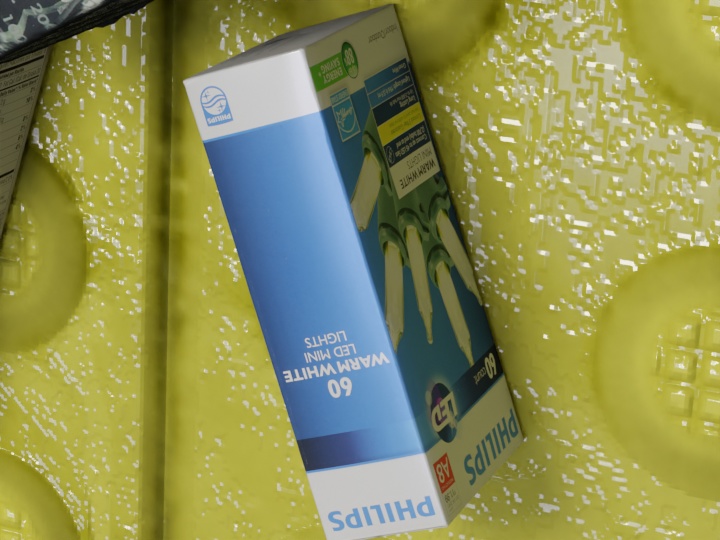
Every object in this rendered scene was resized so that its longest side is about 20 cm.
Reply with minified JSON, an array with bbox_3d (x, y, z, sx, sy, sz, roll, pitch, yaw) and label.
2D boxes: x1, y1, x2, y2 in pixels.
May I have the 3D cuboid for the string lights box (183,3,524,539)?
[{"bbox_3d":[0.000,0.000,0.953,0.059,0.103,0.201,-13,101,26],"label":"string lights box"}]

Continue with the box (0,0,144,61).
[{"bbox_3d":[-0.109,-0.204,0.886,0.196,0.124,0.201,-18,99,46],"label":"box"}]

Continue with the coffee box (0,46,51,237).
[{"bbox_3d":[-0.224,-0.045,1.049,0.113,0.080,0.201,25,115,16],"label":"coffee box"}]
